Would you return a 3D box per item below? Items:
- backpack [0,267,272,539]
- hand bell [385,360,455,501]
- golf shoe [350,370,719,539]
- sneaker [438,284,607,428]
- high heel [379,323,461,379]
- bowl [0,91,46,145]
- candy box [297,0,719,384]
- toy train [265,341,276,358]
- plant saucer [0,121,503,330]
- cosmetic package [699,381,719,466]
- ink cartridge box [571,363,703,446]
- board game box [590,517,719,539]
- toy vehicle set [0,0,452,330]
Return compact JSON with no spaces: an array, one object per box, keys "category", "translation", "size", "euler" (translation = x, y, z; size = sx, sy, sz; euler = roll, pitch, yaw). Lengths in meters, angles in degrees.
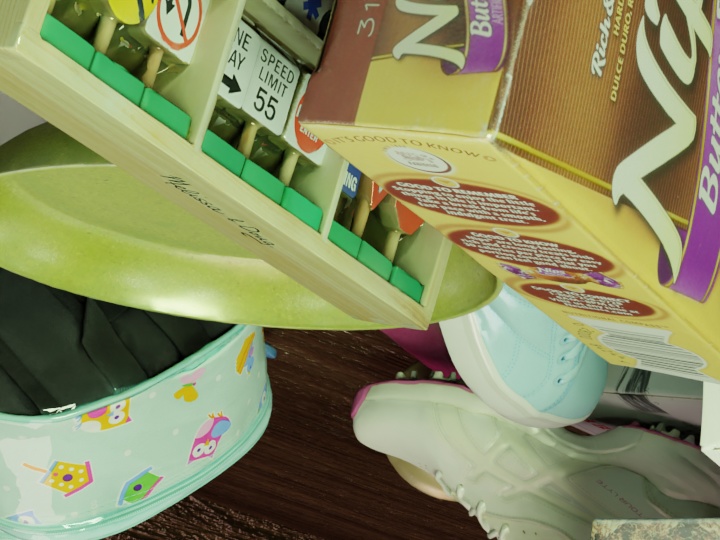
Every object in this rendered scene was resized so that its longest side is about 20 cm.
[{"category":"backpack","translation":[-0.139,0.034,0.806],"size":[0.176,0.153,0.200],"euler":[-29,-140,-36]},{"category":"hand bell","translation":[0.071,0.060,1.092],"size":[0.104,0.104,0.200],"euler":[15,155,3]},{"category":"golf shoe","translation":[0.078,0.105,0.826],"size":[0.200,0.092,0.075],"euler":[13,164,25]},{"category":"sneaker","translation":[0.077,0.002,0.717],"size":[0.082,0.074,0.200],"euler":[6,147,31]},{"category":"high heel","translation":[0.000,0.000,0.894],"size":[0.096,0.067,0.200],"euler":[-2,146,25]},{"category":"bowl","translation":[-0.169,-0.101,0.647],"size":[0.200,0.075,0.200],"euler":[6,165,35]},{"category":"candy box","translation":[0.067,-0.052,0.481],"size":[0.056,0.117,0.200],"euler":[7,166,33]},{"category":"toy train","translation":[-0.131,0.052,1.255],"size":[0.114,0.087,0.200],"euler":[22,171,13]},{"category":"plant saucer","translation":[-0.047,-0.018,0.643],"size":[0.200,0.031,0.200],"euler":[5,164,2]},{"category":"cosmetic package","translation":[0.186,0.063,0.631],"size":[0.082,0.051,0.200],"euler":[-5,159,25]},{"category":"ink cartridge box","translation":[0.188,0.044,0.822],"size":[0.146,0.084,0.200],"euler":[26,164,-37]},{"category":"board game box","translation":[0.196,0.159,0.684],"size":[0.159,0.097,0.200],"euler":[-5,160,29]},{"category":"toy vehicle set","translation":[-0.020,-0.073,0.474],"size":[0.026,0.124,0.200],"euler":[8,166,31]}]
